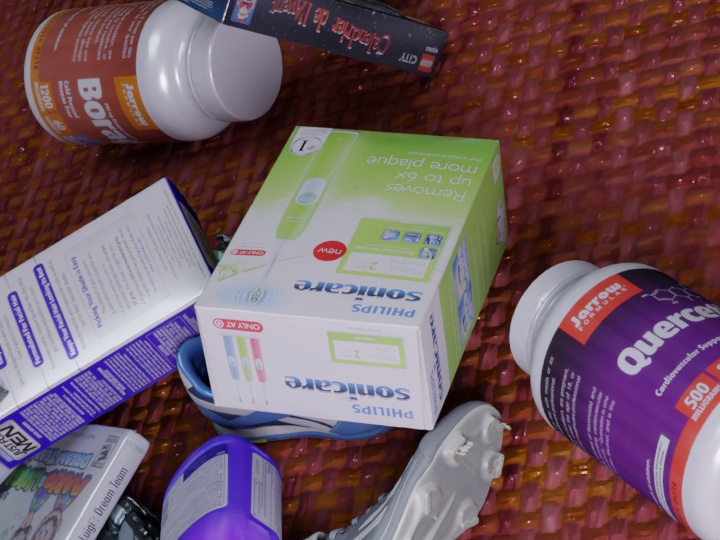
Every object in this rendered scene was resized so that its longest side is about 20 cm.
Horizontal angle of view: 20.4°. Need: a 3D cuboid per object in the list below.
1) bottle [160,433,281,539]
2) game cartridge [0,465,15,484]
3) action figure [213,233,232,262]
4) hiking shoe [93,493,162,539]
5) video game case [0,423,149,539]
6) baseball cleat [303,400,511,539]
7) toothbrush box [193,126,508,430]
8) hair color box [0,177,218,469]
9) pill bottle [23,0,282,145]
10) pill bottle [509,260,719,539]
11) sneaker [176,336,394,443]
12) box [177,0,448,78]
[{"bbox_3d":[-0.087,0.179,1.235,0.084,0.065,0.200,-48,17,16],"label":"bottle"},{"bbox_3d":[-0.280,0.119,1.478,0.200,0.041,0.133,-48,27,0],"label":"game cartridge"},{"bbox_3d":[-0.094,0.017,1.432,0.199,0.055,0.119,-2,54,32],"label":"action figure"},{"bbox_3d":[-0.141,0.236,1.287,0.087,0.074,0.200,-45,31,10],"label":"hiking shoe"},{"bbox_3d":[-0.239,0.186,1.390,0.200,0.024,0.183,-1,55,59],"label":"video game case"},{"bbox_3d":[0.009,0.159,1.220,0.106,0.070,0.201,15,67,44],"label":"baseball cleat"},{"bbox_3d":[0.000,0.000,1.269,0.145,0.086,0.200,5,40,18],"label":"toothbrush box"},{"bbox_3d":[-0.190,0.037,1.388,0.199,0.065,0.110,-30,55,2],"label":"hair color box"},{"bbox_3d":[-0.163,-0.157,1.577,0.199,0.112,0.113,1,58,39],"label":"pill bottle"},{"bbox_3d":[0.173,0.068,1.130,0.113,0.112,0.200,-49,42,-5],"label":"pill bottle"},{"bbox_3d":[-0.036,0.066,1.321,0.199,0.082,0.074,-12,49,30],"label":"sneaker"},{"bbox_3d":[-0.052,-0.195,1.459,0.136,0.199,0.038,31,106,47],"label":"box"}]
